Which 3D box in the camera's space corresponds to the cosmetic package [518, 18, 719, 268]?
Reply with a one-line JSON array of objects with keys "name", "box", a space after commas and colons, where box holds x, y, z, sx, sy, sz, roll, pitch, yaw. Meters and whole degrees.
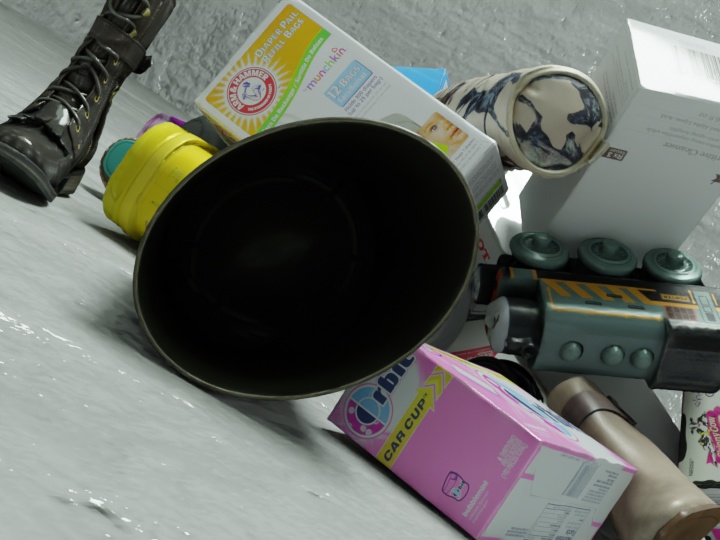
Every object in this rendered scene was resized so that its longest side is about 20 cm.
[{"name": "cosmetic package", "box": [0.209, -0.081, 1.103, 0.113, 0.200, 0.081, 11, 46, -13]}]

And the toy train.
[{"name": "toy train", "box": [0.182, 0.033, 1.077, 0.200, 0.085, 0.114, 7, 32, -8]}]

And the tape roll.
[{"name": "tape roll", "box": [0.200, 0.111, 1.221, 0.203, 0.071, 0.202, 55, 1, -1]}]

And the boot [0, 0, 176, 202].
[{"name": "boot", "box": [-0.191, -0.139, 1.012, 0.069, 0.174, 0.200, 32, 4, -4]}]

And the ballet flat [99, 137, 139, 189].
[{"name": "ballet flat", "box": [-0.122, -0.041, 1.184, 0.200, 0.071, 0.065, 37, -10, 11]}]

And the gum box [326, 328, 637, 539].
[{"name": "gum box", "box": [0.081, 0.106, 0.874, 0.113, 0.066, 0.200, 36, 5, 28]}]

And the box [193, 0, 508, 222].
[{"name": "box", "box": [-0.006, -0.091, 1.065, 0.200, 0.113, 0.101, 39, -5, 19]}]

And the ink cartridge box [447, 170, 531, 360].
[{"name": "ink cartridge box", "box": [0.095, -0.020, 1.286, 0.084, 0.200, 0.145, -8, 62, -27]}]

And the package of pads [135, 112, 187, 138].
[{"name": "package of pads", "box": [-0.154, -0.101, 1.596, 0.120, 0.076, 0.200, 31, 3, 21]}]

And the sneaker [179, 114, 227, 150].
[{"name": "sneaker", "box": [-0.106, -0.090, 1.217, 0.200, 0.091, 0.076, 18, -50, 62]}]

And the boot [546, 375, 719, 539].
[{"name": "boot", "box": [0.180, 0.136, 1.005, 0.146, 0.070, 0.200, 56, 0, 24]}]

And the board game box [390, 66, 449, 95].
[{"name": "board game box", "box": [-0.004, -0.108, 1.398, 0.196, 0.056, 0.200, 6, -38, 18]}]

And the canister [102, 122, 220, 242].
[{"name": "canister", "box": [-0.067, -0.010, 1.043, 0.200, 0.087, 0.149, 35, 2, 20]}]

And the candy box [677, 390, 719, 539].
[{"name": "candy box", "box": [0.304, 0.152, 1.160, 0.061, 0.137, 0.200, -5, -35, 25]}]

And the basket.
[{"name": "basket", "box": [-0.043, -0.010, 0.826, 0.200, 0.180, 0.136, -165, -125, -79]}]

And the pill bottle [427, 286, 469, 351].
[{"name": "pill bottle", "box": [0.000, 0.000, 1.258, 0.111, 0.112, 0.200, 30, 4, -33]}]

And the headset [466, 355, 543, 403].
[{"name": "headset", "box": [0.110, 0.090, 1.121, 0.200, 0.094, 0.123, 45, 7, 15]}]

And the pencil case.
[{"name": "pencil case", "box": [0.115, -0.107, 1.100, 0.089, 0.078, 0.200, 31, -6, -15]}]
